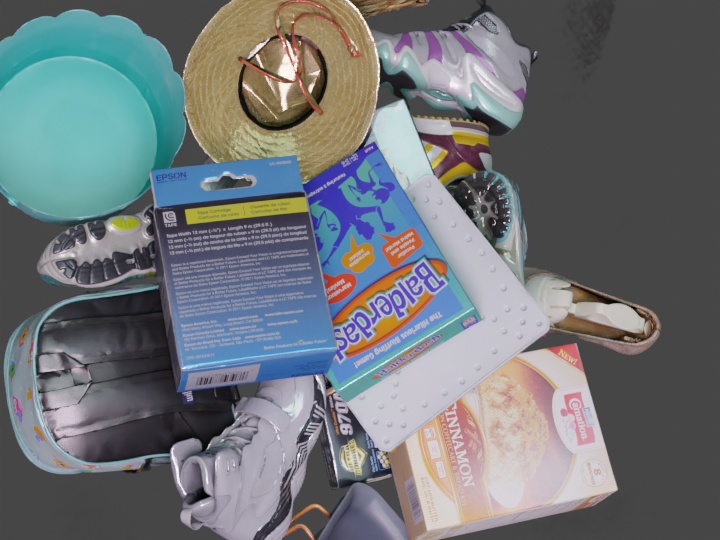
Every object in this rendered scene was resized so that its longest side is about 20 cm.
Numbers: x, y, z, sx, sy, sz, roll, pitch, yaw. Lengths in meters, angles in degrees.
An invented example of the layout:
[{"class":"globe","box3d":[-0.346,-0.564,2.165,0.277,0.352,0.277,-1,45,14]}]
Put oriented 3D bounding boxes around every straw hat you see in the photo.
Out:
[{"class":"straw hat","box3d":[-0.076,-0.186,1.611,0.200,0.085,0.202,-1,102,-6]}]

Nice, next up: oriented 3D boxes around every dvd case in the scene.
[{"class":"dvd case","box3d":[0.015,-0.051,1.633,0.146,0.022,0.201,-21,90,0]}]

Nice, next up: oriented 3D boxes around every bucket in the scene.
[{"class":"bucket","box3d":[-0.273,-0.139,1.579,0.206,0.135,0.208,2,82,-14]}]

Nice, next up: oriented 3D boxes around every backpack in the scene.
[{"class":"backpack","box3d":[-0.235,0.104,1.544,0.199,0.153,0.177,-7,87,-40]}]

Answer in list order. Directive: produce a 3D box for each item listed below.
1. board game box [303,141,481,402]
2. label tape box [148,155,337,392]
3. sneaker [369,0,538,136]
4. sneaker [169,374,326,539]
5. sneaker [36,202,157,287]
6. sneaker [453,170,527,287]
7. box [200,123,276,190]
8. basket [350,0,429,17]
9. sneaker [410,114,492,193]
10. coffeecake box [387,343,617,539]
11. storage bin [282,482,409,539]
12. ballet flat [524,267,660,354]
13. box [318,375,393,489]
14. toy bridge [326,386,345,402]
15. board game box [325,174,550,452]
[{"class":"board game box","box3d":[0.000,0.000,1.562,0.152,0.045,0.200,-32,69,2]},{"class":"label tape box","box3d":[-0.111,0.002,1.507,0.143,0.066,0.201,-7,65,-13]},{"class":"sneaker","box3d":[0.092,-0.240,1.720,0.199,0.078,0.140,25,73,-14]},{"class":"sneaker","box3d":[-0.102,0.153,1.502,0.115,0.075,0.201,24,76,-47]},{"class":"sneaker","box3d":[-0.214,-0.022,1.576,0.199,0.080,0.078,-7,81,-30]},{"class":"sneaker","box3d":[0.145,-0.002,1.673,0.077,0.086,0.201,3,98,26]},{"class":"box","box3d":[-0.131,-0.113,1.661,0.041,0.039,0.200,36,77,-8]},{"class":"basket","box3d":[-0.026,-0.340,1.649,0.199,0.143,0.150,-14,75,-14]},{"class":"sneaker","box3d":[0.041,-0.108,1.685,0.199,0.075,0.090,0,78,-13]},{"class":"coffeecake box","box3d":[0.131,0.168,1.614,0.199,0.073,0.154,-9,73,-16]},{"class":"storage bin","box3d":[-0.039,0.307,1.550,0.134,0.200,0.146,-39,95,24]},{"class":"ballet flat","box3d":[0.223,0.037,1.717,0.199,0.067,0.068,13,80,-12]},{"class":"box","box3d":[0.027,0.108,1.671,0.158,0.046,0.201,-12,87,-15]},{"class":"toy bridge","box3d":[-0.087,0.173,1.619,0.200,0.027,0.067,-42,82,2]},{"class":"board game box","box3d":[0.047,0.040,1.576,0.200,0.026,0.200,-37,68,0]}]
